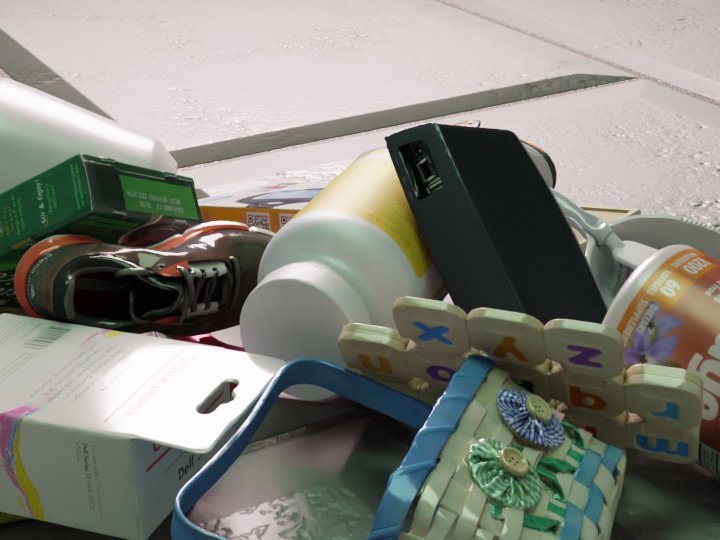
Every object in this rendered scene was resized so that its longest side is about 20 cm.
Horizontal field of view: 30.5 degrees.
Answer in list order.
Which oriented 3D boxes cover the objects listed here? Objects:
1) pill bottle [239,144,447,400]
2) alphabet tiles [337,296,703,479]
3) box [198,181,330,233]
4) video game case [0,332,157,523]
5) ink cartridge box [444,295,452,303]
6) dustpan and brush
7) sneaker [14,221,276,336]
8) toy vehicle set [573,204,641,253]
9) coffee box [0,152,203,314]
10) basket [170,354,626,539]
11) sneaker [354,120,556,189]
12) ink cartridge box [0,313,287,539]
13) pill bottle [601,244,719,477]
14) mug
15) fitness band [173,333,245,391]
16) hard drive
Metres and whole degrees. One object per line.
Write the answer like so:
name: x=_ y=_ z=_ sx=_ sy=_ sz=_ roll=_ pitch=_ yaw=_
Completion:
pill bottle: x=0.000 y=0.000 z=0.865 sx=0.111 sy=0.113 sz=0.200 roll=9 pitch=27 yaw=20
alphabet tiles: x=0.089 y=0.067 z=0.733 sx=0.197 sy=0.196 sz=0.015 roll=7 pitch=62 yaw=17
box: x=-0.057 y=-0.046 z=1.084 sx=0.198 sy=0.042 sz=0.118 roll=7 pitch=17 yaw=43
video game case: x=-0.209 y=0.096 z=0.851 sx=0.178 sy=0.026 sz=0.200 roll=-8 pitch=25 yaw=-14
ink cartridge box: x=0.075 y=0.061 z=0.897 sx=0.093 sy=0.038 sz=0.200 roll=8 pitch=21 yaw=16
dustpan and brush: x=0.188 y=-0.008 z=0.927 sx=0.199 sy=0.058 sz=0.139 roll=28 pitch=51 yaw=35
sneaker: x=-0.119 y=0.016 z=0.859 sx=0.198 sy=0.078 sz=0.082 roll=-6 pitch=16 yaw=-30
toy vehicle set: x=0.109 y=-0.025 z=1.056 sx=0.199 sy=0.027 sz=0.124 roll=7 pitch=24 yaw=43
coffee box: x=-0.222 y=-0.019 z=0.925 sx=0.198 sy=0.045 sz=0.123 roll=-21 pitch=-15 yaw=27
basket: x=0.025 y=0.116 z=0.660 sx=0.198 sy=0.141 sz=0.177 roll=15 pitch=28 yaw=12
sneaker: x=0.095 y=-0.094 z=1.104 sx=0.198 sy=0.079 sz=0.112 roll=6 pitch=24 yaw=41
ink cartridge box: x=-0.149 y=0.088 z=0.750 sx=0.198 sy=0.068 sz=0.117 roll=7 pitch=24 yaw=20
pill bottle: x=0.240 y=0.074 z=0.760 sx=0.199 sy=0.113 sz=0.112 roll=31 pitch=38 yaw=34
mug: x=-0.229 y=-0.071 z=1.072 sx=0.151 sy=0.151 sz=0.187 roll=12 pitch=28 yaw=-9
fitness band: x=-0.069 y=0.030 z=0.976 sx=0.142 sy=0.038 sz=0.200 roll=-9 pitch=25 yaw=-16
hard drive: x=0.100 y=-0.006 z=0.855 sx=0.042 sy=0.202 sz=0.134 roll=-34 pitch=-18 yaw=32
